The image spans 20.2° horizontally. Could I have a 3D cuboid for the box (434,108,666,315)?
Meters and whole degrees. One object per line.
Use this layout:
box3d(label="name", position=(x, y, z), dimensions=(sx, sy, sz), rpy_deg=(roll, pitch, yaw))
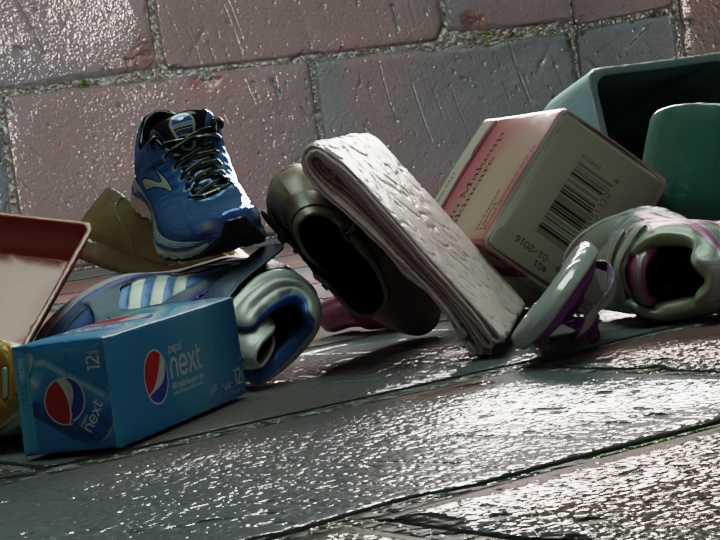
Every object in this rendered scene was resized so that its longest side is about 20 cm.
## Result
box3d(label="box", position=(0.142, -0.048, 1.651), dimensions=(0.109, 0.128, 0.200), rpy_deg=(33, -7, -13))

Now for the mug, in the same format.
box3d(label="mug", position=(0.315, -0.054, 1.645), dimensions=(0.184, 0.115, 0.152), rpy_deg=(14, -11, -12))

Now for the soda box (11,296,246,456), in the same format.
box3d(label="soda box", position=(-0.140, 0.063, 1.269), dimensions=(0.064, 0.068, 0.200), rpy_deg=(-6, 4, 19))

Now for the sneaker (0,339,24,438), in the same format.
box3d(label="sneaker", position=(-0.258, 0.085, 1.317), dimensions=(0.199, 0.076, 0.087), rpy_deg=(-1, -8, 40))

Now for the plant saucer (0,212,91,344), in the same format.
box3d(label="plant saucer", position=(-0.314, 0.034, 1.462), dimensions=(0.198, 0.037, 0.201), rpy_deg=(6, 46, 17))

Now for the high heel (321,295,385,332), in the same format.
box3d(label="high heel", position=(0.058, 0.006, 1.743), dimensions=(0.096, 0.068, 0.200), rpy_deg=(-18, 10, 47))

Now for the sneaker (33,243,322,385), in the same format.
box3d(label="sneaker", position=(-0.124, 0.046, 1.428), dimensions=(0.199, 0.081, 0.146), rpy_deg=(-20, 18, -20))

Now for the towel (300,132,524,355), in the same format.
box3d(label="towel", position=(0.041, -0.023, 1.472), dimensions=(0.032, 0.191, 0.200), rpy_deg=(-42, -2, 10))

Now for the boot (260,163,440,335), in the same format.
box3d(label="boot", position=(0.000, 0.000, 1.500), dimensions=(0.070, 0.200, 0.146), rpy_deg=(-43, 21, 8))

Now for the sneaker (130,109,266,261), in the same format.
box3d(label="sneaker", position=(-0.129, -0.068, 1.505), dimensions=(0.078, 0.090, 0.200), rpy_deg=(-15, 25, -21))

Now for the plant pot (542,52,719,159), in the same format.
box3d(label="plant pot", position=(0.306, -0.119, 2.291), dimensions=(0.195, 0.198, 0.200), rpy_deg=(-10, -4, -27))

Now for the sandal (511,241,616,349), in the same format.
box3d(label="sandal", position=(0.147, 0.024, 1.370), dimensions=(0.050, 0.083, 0.203), rpy_deg=(36, 8, 5))

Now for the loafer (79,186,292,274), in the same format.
box3d(label="loafer", position=(-0.135, -0.017, 1.631), dimensions=(0.199, 0.068, 0.076), rpy_deg=(14, 5, -31))

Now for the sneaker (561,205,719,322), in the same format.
box3d(label="sneaker", position=(0.212, -0.005, 1.467), dimensions=(0.088, 0.082, 0.199), rpy_deg=(-9, 3, -39))
